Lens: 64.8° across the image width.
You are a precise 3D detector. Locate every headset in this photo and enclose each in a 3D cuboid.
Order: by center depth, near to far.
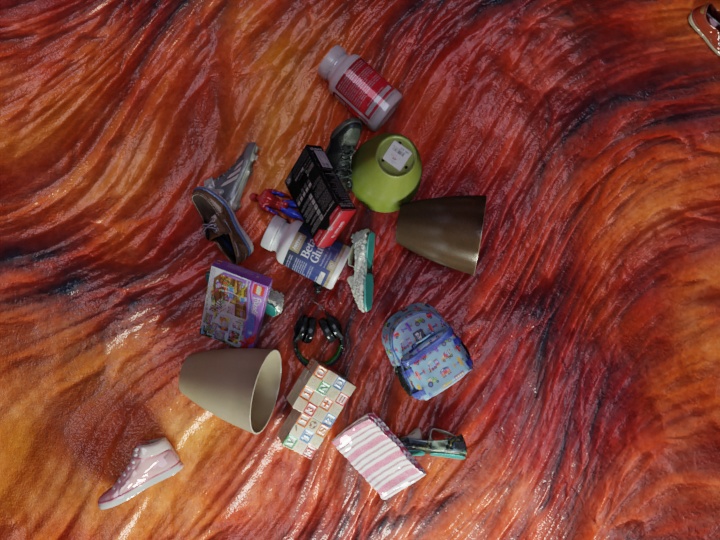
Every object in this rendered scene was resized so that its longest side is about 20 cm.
[{"bbox_3d":[-0.103,0.135,1.373,0.121,0.094,0.204,-2,103,-9],"label":"headset"}]

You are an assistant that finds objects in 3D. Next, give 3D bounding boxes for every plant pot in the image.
[{"bbox_3d":[-0.305,0.256,1.297,0.197,0.187,0.191,10,87,10],"label":"plant pot"},{"bbox_3d":[0.069,-0.245,1.327,0.184,0.200,0.191,0,87,-5],"label":"plant pot"},{"bbox_3d":[0.188,-0.098,1.357,0.197,0.187,0.190,9,87,10],"label":"plant pot"}]

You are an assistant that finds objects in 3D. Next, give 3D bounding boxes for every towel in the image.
[{"bbox_3d":[0.040,0.445,1.346,0.200,0.030,0.146,48,118,-1],"label":"towel"}]

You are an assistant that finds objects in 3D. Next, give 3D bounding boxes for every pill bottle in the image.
[{"bbox_3d":[-0.131,-0.049,1.345,0.198,0.111,0.112,27,85,-3],"label":"pill bottle"},{"bbox_3d":[-0.004,-0.444,1.374,0.200,0.112,0.113,41,85,-2],"label":"pill bottle"}]

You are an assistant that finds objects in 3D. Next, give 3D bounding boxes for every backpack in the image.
[{"bbox_3d":[0.151,0.182,1.350,0.181,0.135,0.202,-27,87,-6],"label":"backpack"}]

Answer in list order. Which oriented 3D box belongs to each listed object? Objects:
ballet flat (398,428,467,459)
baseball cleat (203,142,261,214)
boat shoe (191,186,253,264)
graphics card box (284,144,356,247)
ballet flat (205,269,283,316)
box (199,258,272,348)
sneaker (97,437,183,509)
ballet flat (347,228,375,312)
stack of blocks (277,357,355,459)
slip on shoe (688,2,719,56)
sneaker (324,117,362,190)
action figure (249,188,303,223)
[{"bbox_3d":[0.160,0.418,1.380,0.196,0.074,0.076,5,87,-4],"label":"ballet flat"},{"bbox_3d":[-0.315,-0.224,1.359,0.105,0.070,0.203,20,85,-4],"label":"baseball cleat"},{"bbox_3d":[-0.327,-0.102,1.318,0.072,0.073,0.201,-24,112,36],"label":"boat shoe"},{"bbox_3d":[-0.095,-0.171,1.294,0.050,0.126,0.202,-6,56,-41],"label":"graphics card box"},{"bbox_3d":[-0.271,0.042,1.353,0.198,0.072,0.073,29,85,-5],"label":"ballet flat"},{"bbox_3d":[-0.289,0.084,1.306,0.135,0.039,0.202,20,121,0],"label":"box"},{"bbox_3d":[-0.521,0.456,1.307,0.198,0.075,0.106,-26,94,-13],"label":"sneaker"},{"bbox_3d":[0.000,0.000,1.387,0.070,0.072,0.204,4,85,-5],"label":"ballet flat"},{"bbox_3d":[-0.115,0.324,1.337,0.114,0.058,0.202,33,86,-23],"label":"stack of blocks"},{"bbox_3d":[0.956,-0.623,1.491,0.199,0.061,0.074,41,83,-3],"label":"slip on shoe"},{"bbox_3d":[-0.039,-0.252,1.318,0.075,0.200,0.115,-3,55,-40],"label":"sneaker"},{"bbox_3d":[-0.175,-0.152,1.379,0.197,0.052,0.066,18,81,1],"label":"action figure"}]
